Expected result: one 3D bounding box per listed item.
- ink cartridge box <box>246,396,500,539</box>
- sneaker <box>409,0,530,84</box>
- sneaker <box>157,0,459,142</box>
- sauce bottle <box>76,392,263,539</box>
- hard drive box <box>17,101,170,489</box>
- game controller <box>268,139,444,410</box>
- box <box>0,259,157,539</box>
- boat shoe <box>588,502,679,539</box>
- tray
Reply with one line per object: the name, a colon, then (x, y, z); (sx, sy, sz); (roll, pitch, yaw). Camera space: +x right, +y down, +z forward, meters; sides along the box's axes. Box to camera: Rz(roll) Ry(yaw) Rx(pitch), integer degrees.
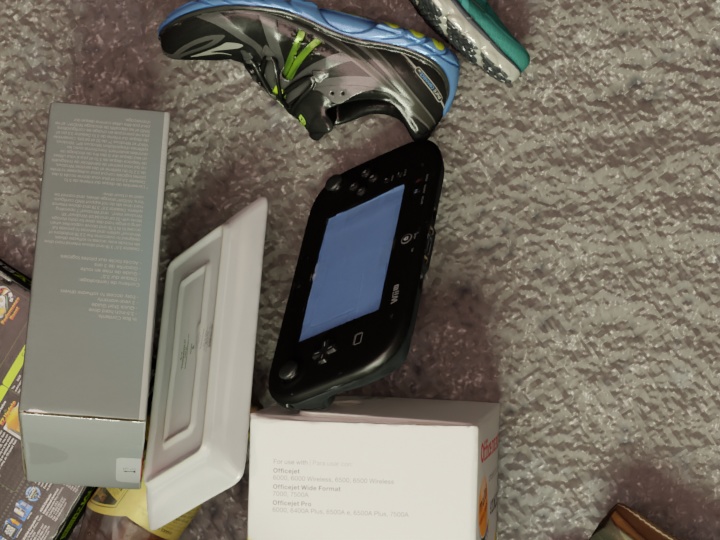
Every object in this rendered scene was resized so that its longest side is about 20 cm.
ink cartridge box: (0.010, 0.184, 1.416); (0.144, 0.147, 0.200); (1, 92, 9)
sneaker: (0.055, -0.212, 1.442); (0.080, 0.078, 0.200); (-30, 86, -1)
sneaker: (-0.038, -0.129, 1.456); (0.199, 0.071, 0.083); (14, 87, 5)
sauce bottle: (-0.142, 0.154, 1.480); (0.066, 0.066, 0.200); (36, 94, 7)
hard drive box: (-0.165, 0.019, 1.401); (0.077, 0.156, 0.200); (5, 70, -5)
game controller: (0.000, 0.000, 1.396); (0.042, 0.200, 0.104); (38, 131, -25)
box: (-0.261, 0.099, 1.508); (0.193, 0.048, 0.200); (31, 95, 9)
boat shoe: (0.234, 0.217, 1.427); (0.200, 0.076, 0.074); (42, 63, 3)
tray: (-0.102, 0.055, 1.416); (0.107, 0.022, 0.200); (-32, 45, 45)
